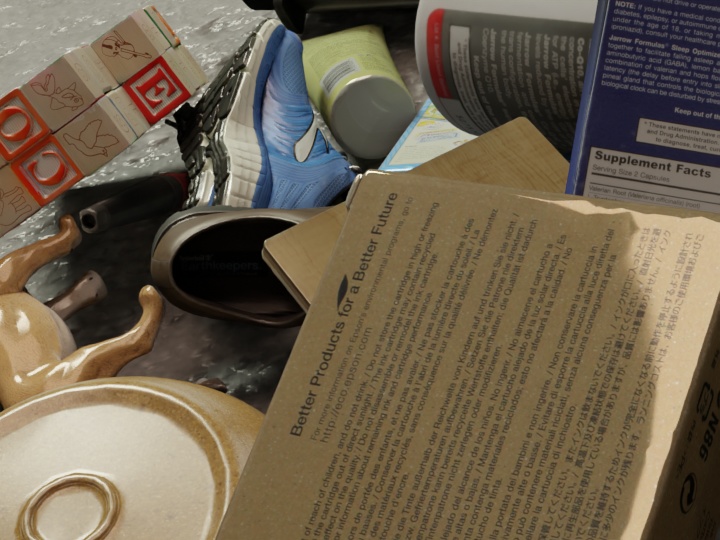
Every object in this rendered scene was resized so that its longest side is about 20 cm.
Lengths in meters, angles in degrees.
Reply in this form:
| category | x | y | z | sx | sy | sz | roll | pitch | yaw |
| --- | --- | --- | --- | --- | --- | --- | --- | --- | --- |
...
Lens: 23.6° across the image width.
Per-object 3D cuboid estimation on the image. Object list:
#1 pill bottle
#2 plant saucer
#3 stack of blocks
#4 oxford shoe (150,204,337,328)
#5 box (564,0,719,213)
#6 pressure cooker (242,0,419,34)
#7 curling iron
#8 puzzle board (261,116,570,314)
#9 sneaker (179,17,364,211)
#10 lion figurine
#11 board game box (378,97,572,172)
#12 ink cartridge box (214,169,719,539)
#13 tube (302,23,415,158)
| category | x | y | z | sx | sy | sz | roll | pitch | yaw |
| --- | --- | --- | --- | --- | --- | --- | --- | --- | --- |
| pill bottle | 0.134 | -0.110 | 0.838 | 0.200 | 0.114 | 0.114 | 15 | 42 | 45 |
| plant saucer | -0.117 | 0.112 | 0.720 | 0.200 | 0.035 | 0.200 | -7 | 45 | 7 |
| stack of blocks | -0.155 | -0.089 | 0.967 | 0.115 | 0.059 | 0.200 | -36 | 9 | 7 |
| oxford shoe | 0.000 | 0.000 | 0.822 | 0.200 | 0.073 | 0.084 | -6 | 6 | -4 |
| box | 0.150 | -0.051 | 0.721 | 0.121 | 0.200 | 0.032 | 10 | 3 | 0 |
| pressure cooker | -0.006 | -0.262 | 1.156 | 0.200 | 0.179 | 0.176 | -1 | 26 | 19 |
| curling iron | -0.115 | -0.051 | 0.957 | 0.026 | 0.050 | 0.200 | -35 | 7 | 23 |
| puzzle board | 0.072 | 0.030 | 0.751 | 0.151 | 0.017 | 0.200 | -27 | 62 | -24 |
| sneaker | -0.047 | -0.057 | 0.950 | 0.079 | 0.089 | 0.200 | -44 | 31 | 39 |
| lion figurine | -0.163 | 0.044 | 0.851 | 0.122 | 0.072 | 0.200 | -33 | 39 | -22 |
| board game box | 0.125 | -0.080 | 0.945 | 0.200 | 0.034 | 0.134 | -2 | 34 | 29 |
| ink cartridge box | 0.048 | 0.071 | 0.641 | 0.165 | 0.075 | 0.200 | 10 | 67 | 31 |
| tube | -0.006 | -0.122 | 1.071 | 0.058 | 0.052 | 0.200 | 25 | 15 | -18 |
